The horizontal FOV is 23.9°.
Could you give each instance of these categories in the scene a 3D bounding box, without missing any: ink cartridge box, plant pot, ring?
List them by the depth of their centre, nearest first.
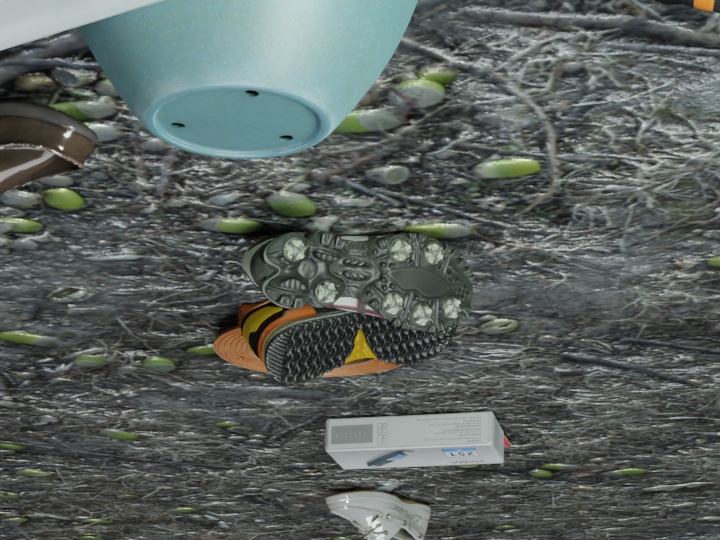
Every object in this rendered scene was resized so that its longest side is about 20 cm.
[{"bbox_3d":[-0.058,-0.135,0.848,0.199,0.136,0.200,0,162,0],"label":"plant pot"},{"bbox_3d":[-0.043,0.070,1.652,0.199,0.019,0.201,1,161,0],"label":"ring"},{"bbox_3d":[0.074,0.213,2.040,0.199,0.045,0.176,-4,160,13],"label":"ink cartridge box"}]

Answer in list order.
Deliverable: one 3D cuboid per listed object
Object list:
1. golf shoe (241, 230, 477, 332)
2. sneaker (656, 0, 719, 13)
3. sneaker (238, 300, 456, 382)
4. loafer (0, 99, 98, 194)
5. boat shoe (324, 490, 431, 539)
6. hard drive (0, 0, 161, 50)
[{"bbox_3d":[0.000,0.000,1.387,0.199,0.078,0.088,11,-179,-27],"label":"golf shoe"},{"bbox_3d":[0.193,-0.164,0.880,0.199,0.070,0.090,13,173,-32],"label":"sneaker"},{"bbox_3d":[-0.011,0.037,1.475,0.199,0.070,0.090,-10,-147,-30],"label":"sneaker"},{"bbox_3d":[-0.266,-0.064,1.168,0.199,0.071,0.073,-9,159,27],"label":"loafer"},{"bbox_3d":[0.029,0.359,2.441,0.071,0.070,0.199,-15,156,43],"label":"boat shoe"},{"bbox_3d":[-0.140,-0.175,0.762,0.199,0.133,0.027,-11,-161,31],"label":"hard drive"}]
